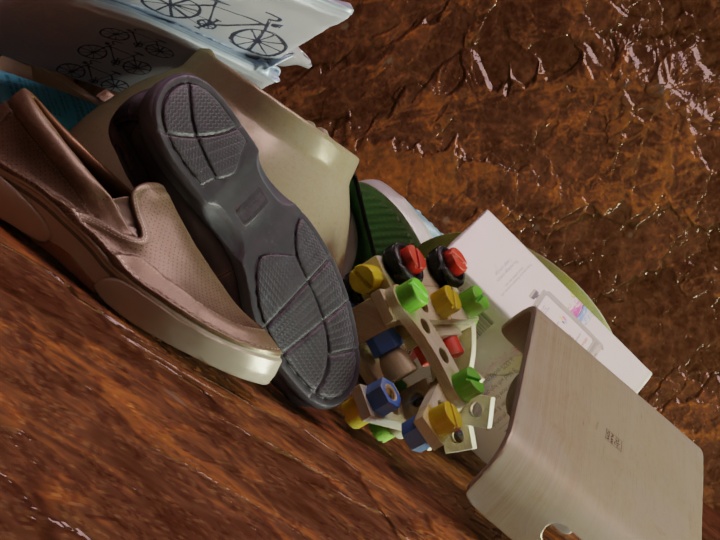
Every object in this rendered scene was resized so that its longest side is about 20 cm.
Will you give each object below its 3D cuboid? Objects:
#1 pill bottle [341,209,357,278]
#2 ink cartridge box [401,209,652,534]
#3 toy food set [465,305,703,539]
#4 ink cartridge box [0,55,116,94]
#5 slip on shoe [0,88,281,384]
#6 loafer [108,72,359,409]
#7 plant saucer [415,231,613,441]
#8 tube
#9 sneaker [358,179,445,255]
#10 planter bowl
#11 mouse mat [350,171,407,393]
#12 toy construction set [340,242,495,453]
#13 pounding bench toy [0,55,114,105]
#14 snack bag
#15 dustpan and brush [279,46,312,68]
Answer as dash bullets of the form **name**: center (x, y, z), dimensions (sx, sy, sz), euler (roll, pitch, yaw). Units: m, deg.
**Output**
- **pill bottle**: center (-0.075, -0.040, 1.336), dimensions (0.109, 0.109, 0.200), euler (34, 3, -18)
- **ink cartridge box**: center (0.112, 0.072, 1.203), dimensions (0.200, 0.116, 0.067), euler (46, 45, 2)
- **toy food set**: center (0.129, 0.118, 1.037), dimensions (0.143, 0.060, 0.200), euler (41, 27, -10)
- **ink cartridge box**: center (-0.228, -0.192, 1.509), dimensions (0.075, 0.165, 0.200), euler (33, 1, 18)
- **slip on shoe**: center (-0.116, -0.017, 0.898), dimensions (0.200, 0.061, 0.076), euler (36, 3, 12)
- **loafer**: center (-0.068, -0.013, 0.955), dimensions (0.063, 0.072, 0.200), euler (-13, -69, 47)
- **plant saucer**: center (0.097, 0.066, 1.283), dimensions (0.200, 0.200, 0.031), euler (36, 47, 14)
- **tube**: center (-0.163, -0.082, 1.162), dimensions (0.200, 0.050, 0.077), euler (25, 11, -29)
- **sneaker**: center (0.065, 0.007, 1.370), dimensions (0.200, 0.074, 0.082), euler (53, 37, 11)
- **planter bowl**: center (-0.085, -0.048, 1.064), dimensions (0.200, 0.135, 0.200), euler (34, 3, -2)
- **mouse mat**: center (0.000, 0.000, 1.329), dimensions (0.161, 0.008, 0.200), euler (-136, -151, -71)
- **toy construction set**: center (0.041, 0.054, 1.085), dimensions (0.131, 0.092, 0.200), euler (64, 9, 14)
- **pounding bench toy**: center (-0.178, -0.121, 1.280), dimensions (0.156, 0.124, 0.200), euler (36, 35, -6)
- **snack bag**: center (-0.125, -0.151, 1.076), dimensions (0.188, 0.021, 0.200), euler (18, -23, -32)
- **dustpan and brush**: center (-0.116, -0.175, 1.226), dimensions (0.200, 0.057, 0.140), euler (32, 20, -41)
